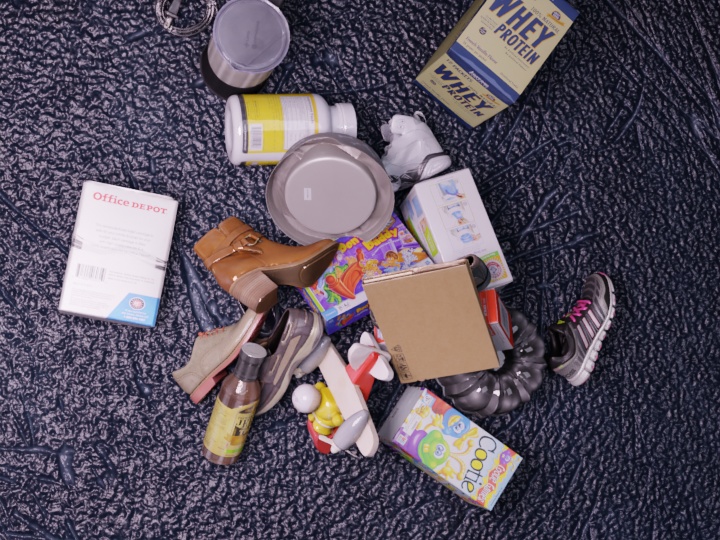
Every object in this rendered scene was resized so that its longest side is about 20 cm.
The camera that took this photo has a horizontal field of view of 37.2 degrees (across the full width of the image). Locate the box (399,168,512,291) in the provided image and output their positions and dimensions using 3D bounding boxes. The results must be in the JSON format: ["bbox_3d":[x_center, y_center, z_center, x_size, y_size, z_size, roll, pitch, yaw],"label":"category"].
[{"bbox_3d":[0.154,-0.046,1.751,0.101,0.113,0.201,-17,78,-15],"label":"box"}]

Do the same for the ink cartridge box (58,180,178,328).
[{"bbox_3d":[-0.371,-0.022,1.640,0.146,0.084,0.201,12,82,-14],"label":"ink cartridge box"}]

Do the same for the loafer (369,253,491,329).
[{"bbox_3d":[0.100,0.026,1.644,0.200,0.063,0.072,-24,54,8],"label":"loafer"}]

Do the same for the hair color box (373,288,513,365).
[{"bbox_3d":[0.132,0.095,1.700,0.199,0.111,0.064,-11,61,18],"label":"hair color box"}]

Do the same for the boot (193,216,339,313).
[{"bbox_3d":[-0.145,-0.029,1.663,0.200,0.077,0.155,-36,64,-28],"label":"boot"}]

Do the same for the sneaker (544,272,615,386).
[{"bbox_3d":[0.370,0.092,1.831,0.087,0.074,0.201,21,85,-19],"label":"sneaker"}]

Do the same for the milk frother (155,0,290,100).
[{"bbox_3d":[-0.219,-0.377,1.657,0.199,0.188,0.181,9,82,-14],"label":"milk frother"}]

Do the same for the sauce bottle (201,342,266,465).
[{"bbox_3d":[-0.189,0.203,1.631,0.065,0.065,0.200,13,117,-13],"label":"sauce bottle"}]

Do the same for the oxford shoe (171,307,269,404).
[{"bbox_3d":[-0.217,0.114,1.649,0.075,0.070,0.200,41,101,3],"label":"oxford shoe"}]

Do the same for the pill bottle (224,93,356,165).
[{"bbox_3d":[-0.112,-0.226,1.712,0.199,0.112,0.112,-3,86,-15],"label":"pill bottle"}]

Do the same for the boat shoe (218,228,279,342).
[{"bbox_3d":[-0.176,0.018,1.701,0.074,0.062,0.201,-18,89,-14],"label":"boat shoe"}]

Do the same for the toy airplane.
[{"bbox_3d":[-0.035,0.188,1.652,0.141,0.200,0.200,0,84,-27],"label":"toy airplane"}]

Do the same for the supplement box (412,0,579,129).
[{"bbox_3d":[0.219,-0.367,1.766,0.134,0.200,0.200,38,77,-8],"label":"supplement box"}]

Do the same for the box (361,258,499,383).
[{"bbox_3d":[0.109,0.080,1.616,0.163,0.021,0.200,-11,122,17],"label":"box"}]

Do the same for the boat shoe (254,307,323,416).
[{"bbox_3d":[-0.137,0.136,1.669,0.073,0.075,0.200,29,103,-24],"label":"boat shoe"}]

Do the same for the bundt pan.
[{"bbox_3d":[0.224,0.148,1.788,0.201,0.076,0.203,1,86,-14],"label":"bundt pan"}]

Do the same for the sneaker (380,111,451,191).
[{"bbox_3d":[0.046,-0.187,1.773,0.200,0.075,0.115,-24,90,-20],"label":"sneaker"}]

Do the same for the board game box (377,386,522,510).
[{"bbox_3d":[0.143,0.288,1.740,0.200,0.103,0.105,36,78,-9],"label":"board game box"}]

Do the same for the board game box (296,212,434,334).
[{"bbox_3d":[0.000,0.000,1.723,0.200,0.045,0.135,-27,59,-16],"label":"board game box"}]

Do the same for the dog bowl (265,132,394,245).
[{"bbox_3d":[-0.046,-0.127,1.676,0.199,0.059,0.201,1,126,2],"label":"dog bowl"}]
